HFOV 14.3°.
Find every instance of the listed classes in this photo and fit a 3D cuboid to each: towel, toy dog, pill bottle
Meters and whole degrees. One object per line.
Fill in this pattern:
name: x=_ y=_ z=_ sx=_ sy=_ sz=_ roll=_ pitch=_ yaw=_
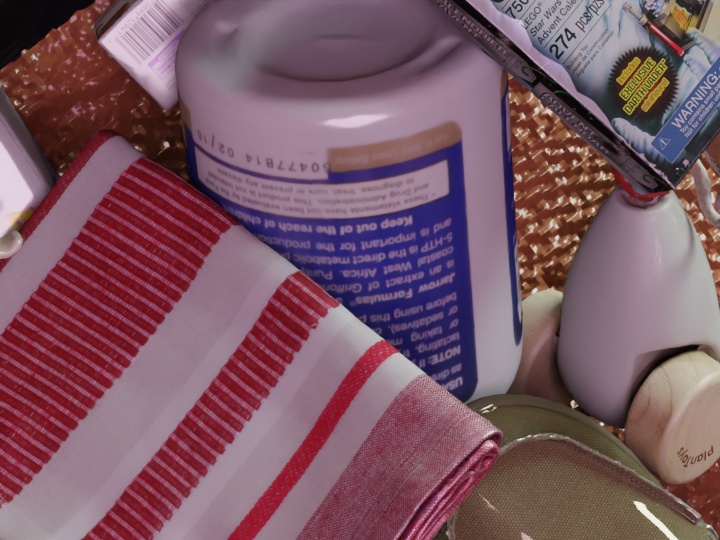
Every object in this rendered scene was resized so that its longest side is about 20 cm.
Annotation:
towel: x=-0.066 y=0.056 z=0.971 sx=0.200 sy=0.023 sz=0.144 roll=38 pitch=87 yaw=30
toy dog: x=0.125 y=-0.015 z=1.095 sx=0.132 sy=0.096 sz=0.201 roll=47 pitch=131 yaw=20
pill bottle: x=0.000 y=0.000 z=1.061 sx=0.119 sy=0.120 sz=0.201 roll=-8 pitch=121 yaw=-5

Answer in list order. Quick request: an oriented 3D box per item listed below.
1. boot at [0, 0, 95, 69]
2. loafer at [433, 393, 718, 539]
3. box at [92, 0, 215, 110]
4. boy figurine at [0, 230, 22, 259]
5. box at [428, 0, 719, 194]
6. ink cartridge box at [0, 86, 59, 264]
boot: x=-0.138 y=-0.153 z=0.924 sx=0.198 sy=0.073 sz=0.163 roll=-36 pitch=85 yaw=-23
loafer: x=0.102 y=0.113 z=1.057 sx=0.200 sy=0.067 sz=0.076 roll=34 pitch=92 yaw=-29
box: x=-0.017 y=-0.144 z=1.073 sx=0.200 sy=0.039 sz=0.041 roll=-45 pitch=106 yaw=5
boy figurine: x=-0.180 y=-0.014 z=0.985 sx=0.124 sy=0.064 sz=0.201 roll=17 pitch=101 yaw=-12
box: x=0.112 y=-0.146 z=0.985 sx=0.137 sy=0.040 sz=0.200 roll=40 pitch=81 yaw=-8
ink cartridge box: x=-0.174 y=0.005 z=1.068 sx=0.145 sy=0.088 sz=0.201 roll=-32 pitch=108 yaw=0
